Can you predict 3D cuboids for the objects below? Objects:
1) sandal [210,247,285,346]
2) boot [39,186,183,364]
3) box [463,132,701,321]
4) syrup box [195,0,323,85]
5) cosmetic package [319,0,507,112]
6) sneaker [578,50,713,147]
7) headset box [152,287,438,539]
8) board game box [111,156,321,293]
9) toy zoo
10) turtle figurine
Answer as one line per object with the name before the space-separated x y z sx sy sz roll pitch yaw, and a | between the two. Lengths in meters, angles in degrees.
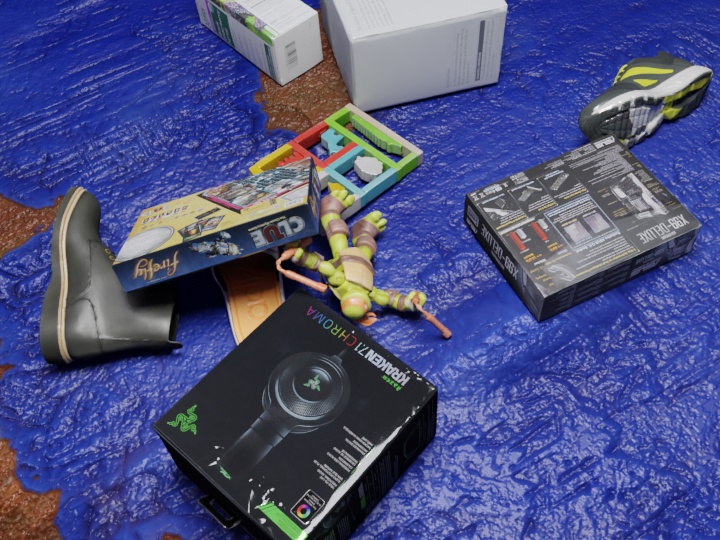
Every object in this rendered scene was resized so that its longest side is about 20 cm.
sandal | -0.118 -0.001 0.831 0.078 0.059 0.208 -17 54 -9
boot | -0.255 0.003 0.839 0.137 0.078 0.202 -3 65 -4
box | 0.236 -0.053 0.852 0.199 0.050 0.158 -23 56 -13
syrup box | -0.145 -0.348 1.079 0.081 0.079 0.200 -37 59 -21
cosmetic package | 0.059 -0.331 1.026 0.198 0.123 0.200 -13 54 -7
sneaker | 0.333 -0.211 0.958 0.199 0.075 0.085 -22 49 -23
headset box | -0.058 0.146 0.698 0.174 0.093 0.200 34 63 26
board game box | -0.139 -0.050 0.795 0.198 0.035 0.136 -17 26 7
toy zoo | -0.039 -0.117 0.929 0.200 0.021 0.131 -37 59 -26
turtle figurine | 0.000 0.000 0.811 0.199 0.065 0.162 21 40 -20
